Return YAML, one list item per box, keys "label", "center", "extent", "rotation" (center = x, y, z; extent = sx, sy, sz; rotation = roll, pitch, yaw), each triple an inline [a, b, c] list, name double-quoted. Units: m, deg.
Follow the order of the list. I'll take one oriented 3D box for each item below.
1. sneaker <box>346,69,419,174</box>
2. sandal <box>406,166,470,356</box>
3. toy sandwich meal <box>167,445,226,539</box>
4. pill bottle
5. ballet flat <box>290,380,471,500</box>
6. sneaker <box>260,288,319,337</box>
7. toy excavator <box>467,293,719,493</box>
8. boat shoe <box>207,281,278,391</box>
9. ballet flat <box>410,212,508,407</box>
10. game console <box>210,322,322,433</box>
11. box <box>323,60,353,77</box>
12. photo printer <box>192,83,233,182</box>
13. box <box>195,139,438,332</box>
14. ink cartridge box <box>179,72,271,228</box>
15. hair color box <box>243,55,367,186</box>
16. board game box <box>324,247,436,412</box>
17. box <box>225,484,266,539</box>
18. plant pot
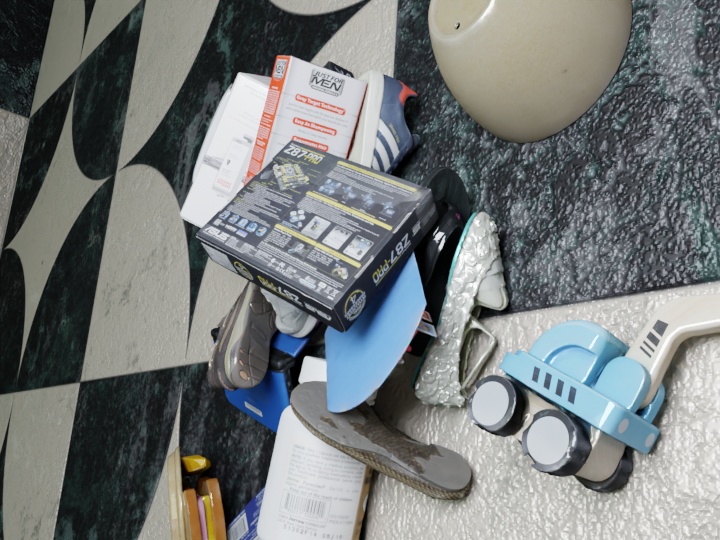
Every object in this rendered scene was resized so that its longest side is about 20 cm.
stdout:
- label: "sneaker"
  center: [0.025, -0.134, 0.877]
  extent: [0.075, 0.084, 0.202]
  rotation: [15, 94, 64]
- label: "sandal"
  center: [0.087, -0.007, 0.766]
  extent: [0.048, 0.075, 0.203]
  rotation: [14, 97, 53]
- label: "toy sandwich meal"
  center: [-0.230, 0.339, 1.021]
  extent: [0.205, 0.070, 0.207]
  rotation: [175, 90, -76]
- label: "pill bottle"
  center: [-0.040, 0.203, 0.808]
  extent: [0.114, 0.114, 0.202]
  rotation: [4, 80, 52]
- label: "ballet flat"
  center: [0.016, 0.174, 0.730]
  extent: [0.068, 0.199, 0.047]
  rotation: [-55, -14, -43]
- label: "sneaker"
  center: [-0.079, 0.016, 0.853]
  extent: [0.200, 0.099, 0.075]
  rotation: [129, 154, -58]
- label: "toy excavator"
  center: [0.209, 0.077, 0.572]
  extent: [0.194, 0.100, 0.201]
  rotation: [28, 90, 51]
- label: "boat shoe"
  center: [-0.150, 0.068, 0.931]
  extent: [0.073, 0.075, 0.201]
  rotation: [-18, 33, 26]
- label: "ballet flat"
  center: [0.112, 0.045, 0.731]
  extent: [0.072, 0.071, 0.202]
  rotation: [26, 100, 52]
- label: "game console"
  center: [-0.111, 0.113, 1.009]
  extent: [0.199, 0.118, 0.172]
  rotation: [14, 119, 53]
- label: "box"
  center: [-0.073, -0.160, 1.038]
  extent: [0.198, 0.049, 0.201]
  rotation: [-40, 49, 37]
- label: "photo printer"
  center: [-0.211, -0.216, 1.171]
  extent: [0.200, 0.069, 0.168]
  rotation: [-114, 47, -71]
- label: "box"
  center: [-0.046, -0.045, 0.740]
  extent: [0.199, 0.049, 0.162]
  rotation: [24, 64, 34]
- label: "ink cartridge box"
  center: [-0.147, -0.152, 0.971]
  extent: [0.201, 0.082, 0.147]
  rotation: [-63, -1, 15]
- label: "hair color box"
  center: [-0.072, -0.141, 0.866]
  extent: [0.061, 0.101, 0.202]
  rotation: [37, 112, 62]
- label: "board game box"
  center: [0.023, 0.057, 0.737]
  extent: [0.158, 0.039, 0.201]
  rotation: [-51, 23, 24]
- label: "box"
  center: [-0.113, 0.384, 0.898]
  extent: [0.121, 0.032, 0.201]
  rotation: [-49, 41, 29]
- label: "plant pot"
  center: [0.146, -0.246, 0.728]
  extent: [0.200, 0.134, 0.202]
  rotation: [-22, 60, 46]
